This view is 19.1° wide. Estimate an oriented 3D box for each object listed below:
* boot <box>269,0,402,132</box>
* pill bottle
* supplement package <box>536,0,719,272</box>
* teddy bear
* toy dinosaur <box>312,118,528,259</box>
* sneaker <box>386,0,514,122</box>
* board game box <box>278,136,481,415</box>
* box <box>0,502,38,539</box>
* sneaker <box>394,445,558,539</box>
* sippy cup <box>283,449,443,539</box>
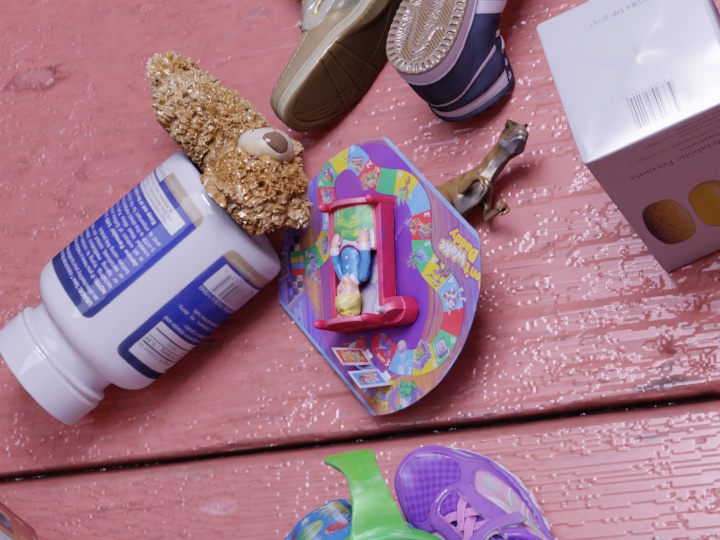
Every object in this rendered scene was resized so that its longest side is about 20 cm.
[{"bbox_3d":[-0.044,-0.215,1.655,0.155,0.073,0.201,29,82,29],"label":"boot"},{"bbox_3d":[-0.169,0.017,1.594,0.200,0.120,0.120,-40,60,5],"label":"pill bottle"},{"bbox_3d":[0.211,-0.098,1.423,0.113,0.200,0.110,-24,62,15],"label":"supplement package"},{"bbox_3d":[-0.094,-0.104,1.585,0.067,0.145,0.200,-43,20,8],"label":"teddy bear"},{"bbox_3d":[0.051,-0.037,1.566,0.199,0.060,0.107,-27,50,22],"label":"toy dinosaur"},{"bbox_3d":[0.091,-0.205,1.578,0.070,0.109,0.201,19,73,31],"label":"sneaker"},{"bbox_3d":[0.000,0.000,1.531,0.200,0.039,0.159,48,117,35],"label":"board game box"},{"bbox_3d":[-0.306,0.213,1.511,0.106,0.152,0.200,-48,22,0],"label":"box"},{"bbox_3d":[0.091,0.184,1.433,0.081,0.088,0.200,-47,58,2],"label":"sneaker"},{"bbox_3d":[0.003,0.217,1.424,0.179,0.139,0.130,-61,21,6],"label":"sippy cup"}]
